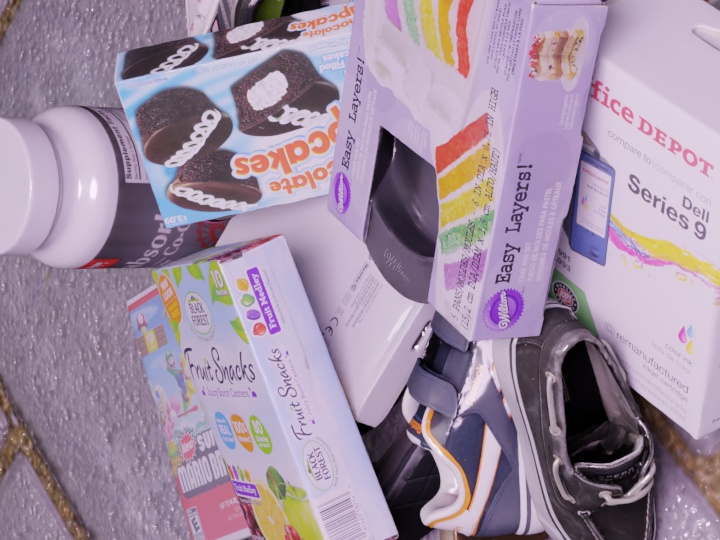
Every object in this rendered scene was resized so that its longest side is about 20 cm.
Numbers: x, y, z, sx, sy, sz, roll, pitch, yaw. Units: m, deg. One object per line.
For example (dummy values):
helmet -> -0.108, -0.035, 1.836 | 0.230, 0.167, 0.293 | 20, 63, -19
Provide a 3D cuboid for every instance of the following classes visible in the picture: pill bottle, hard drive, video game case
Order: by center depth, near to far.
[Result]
hard drive -> -0.015, -0.007, 1.240 | 0.200, 0.026, 0.132 | 42, 105, 46
pill bottle -> -0.180, -0.058, 1.374 | 0.116, 0.199, 0.116 | 2, 92, 45
video game case -> -0.109, 0.098, 1.405 | 0.143, 0.017, 0.201 | -28, 76, 54

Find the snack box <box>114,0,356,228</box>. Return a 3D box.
snack box -> -0.039, -0.099, 1.186 | 0.037, 0.199, 0.117 | -97, -7, -50

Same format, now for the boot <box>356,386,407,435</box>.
boot -> -0.002, 0.001, 1.288 | 0.204, 0.073, 0.154 | -51, 54, 31

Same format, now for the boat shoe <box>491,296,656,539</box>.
boat shoe -> 0.132, 0.106, 1.094 | 0.064, 0.071, 0.200 | 32, 154, 53

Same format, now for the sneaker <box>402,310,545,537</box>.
sneaker -> 0.065, 0.062, 1.135 | 0.078, 0.079, 0.201 | -137, 43, -80

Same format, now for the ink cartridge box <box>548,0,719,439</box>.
ink cartridge box -> 0.173, -0.034, 1.048 | 0.145, 0.087, 0.201 | 41, 143, 37

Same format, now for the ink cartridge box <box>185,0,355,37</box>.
ink cartridge box -> -0.024, -0.187, 1.295 | 0.199, 0.084, 0.147 | -3, 89, 46

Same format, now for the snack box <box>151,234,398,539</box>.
snack box -> -0.057, 0.082, 1.217 | 0.142, 0.053, 0.201 | -7, 104, 66

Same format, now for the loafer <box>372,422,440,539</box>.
loafer -> 0.012, 0.154, 1.280 | 0.072, 0.073, 0.200 | 52, 124, 36

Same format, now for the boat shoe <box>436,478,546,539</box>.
boat shoe -> 0.076, 0.180, 1.215 | 0.065, 0.072, 0.201 | 161, 111, -65

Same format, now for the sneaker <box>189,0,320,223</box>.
sneaker -> -0.069, -0.119, 1.233 | 0.087, 0.074, 0.201 | 31, 112, 45

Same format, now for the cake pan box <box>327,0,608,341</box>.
cake pan box -> 0.051, -0.082, 1.060 | 0.184, 0.052, 0.201 | 47, 134, 53

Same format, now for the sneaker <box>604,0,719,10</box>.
sneaker -> 0.167, -0.154, 1.105 | 0.200, 0.084, 0.073 | -47, 61, 38
